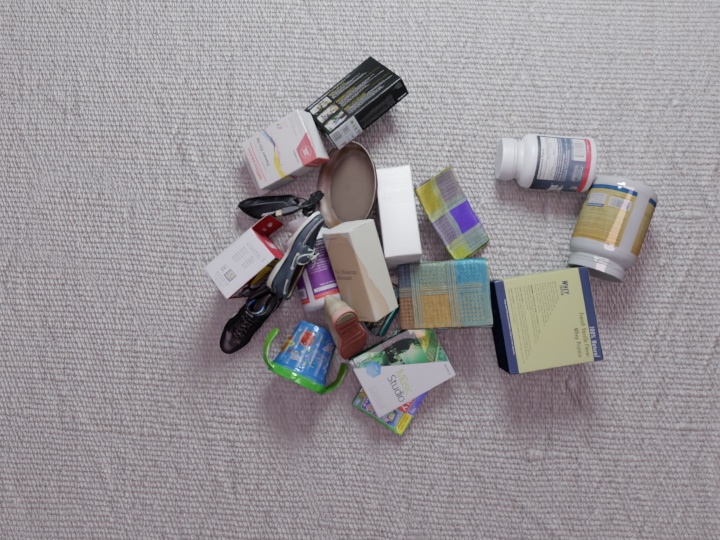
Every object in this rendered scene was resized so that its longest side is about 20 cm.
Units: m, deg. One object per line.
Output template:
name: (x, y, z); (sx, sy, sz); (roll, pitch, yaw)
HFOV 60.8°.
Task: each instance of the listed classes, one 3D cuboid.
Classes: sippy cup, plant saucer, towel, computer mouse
sippy cup: (-0.117, 0.188, 1.356); (0.139, 0.178, 0.131); (19, 76, 30)
plant saucer: (-0.025, -0.182, 1.353); (0.032, 0.199, 0.203); (-1, 91, -43)
towel: (0.204, -0.123, 1.359); (0.143, 0.023, 0.201); (-29, 91, -41)
towel: (0.179, 0.052, 1.308); (0.198, 0.022, 0.148); (-4, 83, 17)
computer mouse: (-0.181, -0.131, 1.358); (0.198, 0.141, 0.046); (-5, 111, 7)

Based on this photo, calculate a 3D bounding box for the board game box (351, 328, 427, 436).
board game box: (0.087, 0.252, 1.393); (0.134, 0.029, 0.201); (31, 89, 3)

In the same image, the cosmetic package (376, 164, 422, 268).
cosmetic package: (0.080, -0.115, 1.348); (0.084, 0.108, 0.202); (-8, 78, 0)

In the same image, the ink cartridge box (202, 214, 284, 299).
ink cartridge box: (-0.223, -0.026, 1.322); (0.175, 0.200, 0.084); (-40, 88, 1)

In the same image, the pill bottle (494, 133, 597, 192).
pill bottle: (0.404, -0.239, 1.352); (0.198, 0.120, 0.121); (5, 89, 2)

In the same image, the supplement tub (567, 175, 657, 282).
supplement tub: (0.541, -0.088, 1.331); (0.143, 0.145, 0.202); (21, 89, 2)

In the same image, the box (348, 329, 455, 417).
box: (0.092, 0.213, 1.352); (0.199, 0.036, 0.145); (-29, 96, -4)

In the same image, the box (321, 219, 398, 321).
box: (0.000, 0.000, 1.295); (0.077, 0.094, 0.202); (-30, 108, -39)

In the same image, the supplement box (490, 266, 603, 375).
supplement box: (0.393, 0.106, 1.335); (0.198, 0.134, 0.202); (-10, 88, 2)

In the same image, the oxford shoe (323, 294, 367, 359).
oxford shoe: (-0.035, 0.120, 1.306); (0.070, 0.201, 0.074); (-29, 56, -16)

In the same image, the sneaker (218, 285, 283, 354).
sneaker: (-0.254, 0.106, 1.364); (0.073, 0.112, 0.200); (41, 90, 3)

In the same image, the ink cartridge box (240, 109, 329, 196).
ink cartridge box: (-0.183, -0.255, 1.363); (0.199, 0.067, 0.117); (-25, 87, 23)

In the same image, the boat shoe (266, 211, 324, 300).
boat shoe: (-0.124, -0.028, 1.272); (0.062, 0.075, 0.201); (38, 105, 14)

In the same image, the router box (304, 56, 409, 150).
router box: (-0.011, -0.374, 1.359); (0.199, 0.051, 0.149); (-38, 45, 1)

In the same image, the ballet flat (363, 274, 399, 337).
ballet flat: (0.075, 0.053, 1.382); (0.074, 0.074, 0.201); (37, 87, 2)

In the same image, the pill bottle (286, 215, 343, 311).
pill bottle: (-0.098, -0.017, 1.363); (0.111, 0.112, 0.202); (-16, 88, 1)
